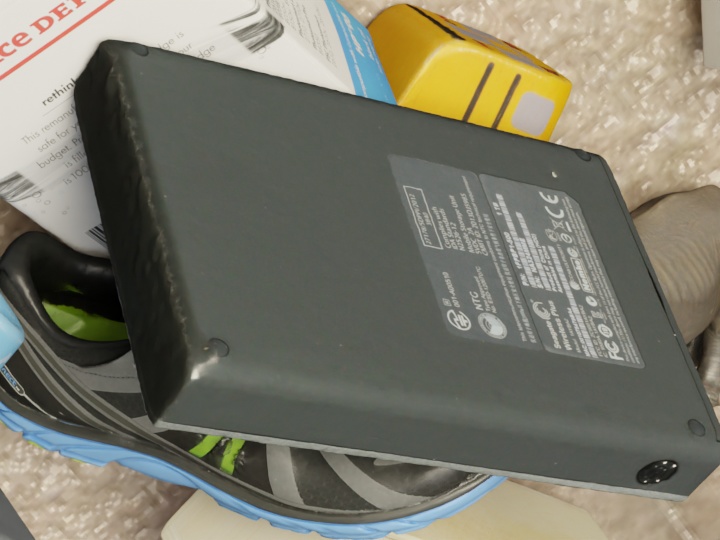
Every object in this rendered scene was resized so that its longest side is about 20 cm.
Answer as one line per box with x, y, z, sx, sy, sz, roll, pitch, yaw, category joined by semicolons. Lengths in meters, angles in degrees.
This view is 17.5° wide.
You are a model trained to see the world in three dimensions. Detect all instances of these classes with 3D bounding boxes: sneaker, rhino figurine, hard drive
-0.037;0.033;0.787;0.200;0.071;0.083;13;129;10;sneaker
0.086;0.021;0.893;0.200;0.060;0.087;-18;122;-43;rhino figurine
0.013;0.000;0.750;0.200;0.140;0.033;11;134;-32;hard drive

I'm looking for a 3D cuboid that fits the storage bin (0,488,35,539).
-0.204;0.081;0.790;0.134;0.200;0.146;31;98;-38;storage bin

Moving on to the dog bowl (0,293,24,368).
-0.180;-0.034;0.744;0.050;0.111;0.200;-38;94;-4;dog bowl

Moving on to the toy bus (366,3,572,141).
0.000;0.000;0.895;0.078;0.065;0.200;19;102;-26;toy bus

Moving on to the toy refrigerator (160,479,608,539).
0.025;0.121;0.898;0.076;0.070;0.200;-46;140;16;toy refrigerator

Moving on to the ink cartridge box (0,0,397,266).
-0.088;-0.080;0.782;0.116;0.068;0.200;-33;139;17;ink cartridge box

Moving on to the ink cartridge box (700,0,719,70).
0.202;-0.174;0.869;0.146;0.084;0.200;-6;101;-16;ink cartridge box
